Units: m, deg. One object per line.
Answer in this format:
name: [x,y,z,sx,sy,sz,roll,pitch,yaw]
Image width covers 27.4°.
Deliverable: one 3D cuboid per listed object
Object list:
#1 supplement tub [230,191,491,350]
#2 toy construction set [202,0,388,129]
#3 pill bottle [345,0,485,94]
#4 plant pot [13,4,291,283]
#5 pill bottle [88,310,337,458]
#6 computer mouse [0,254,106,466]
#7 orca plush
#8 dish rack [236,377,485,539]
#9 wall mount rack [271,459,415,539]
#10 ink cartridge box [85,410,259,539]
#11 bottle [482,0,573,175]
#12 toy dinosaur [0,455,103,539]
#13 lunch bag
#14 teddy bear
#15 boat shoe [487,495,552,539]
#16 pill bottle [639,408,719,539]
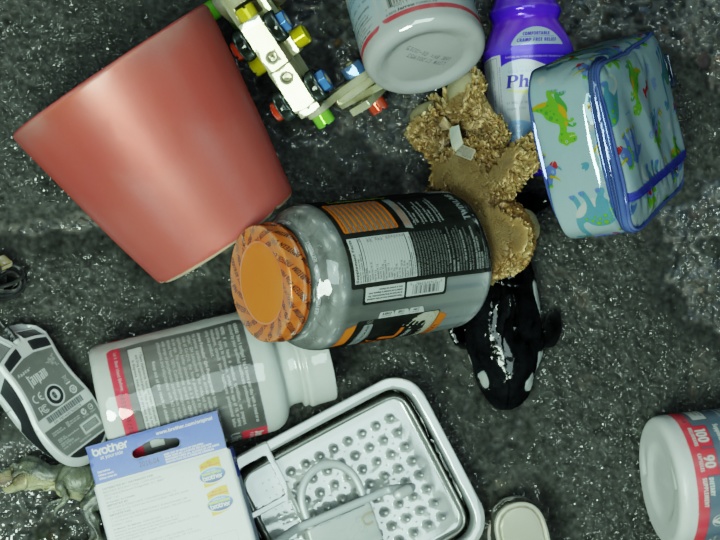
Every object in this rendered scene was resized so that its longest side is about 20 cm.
supplement tub: [0.000,0.000,1.237,0.200,0.123,0.123,-7,86,-34]
toy construction set: [-0.061,-0.199,1.313,0.200,0.131,0.092,42,106,-8]
pill bottle: [0.035,-0.265,1.305,0.109,0.109,0.200,-10,64,-7]
plant pot: [-0.165,-0.100,1.261,0.200,0.200,0.177,-36,101,-8]
pill bottle: [-0.126,0.096,1.280,0.200,0.111,0.111,-14,87,-7]
computer mouse: [-0.297,0.088,1.284,0.110,0.044,0.200,-36,96,-48]
orca plush: [0.144,0.025,1.337,0.105,0.071,0.200,19,84,-5]
dish rack: [-0.007,0.207,1.320,0.200,0.044,0.172,-27,88,-8]
wall mount rack: [-0.014,0.264,1.240,0.174,0.075,0.200,-19,90,-28]
ink cartridge box: [-0.145,0.226,1.222,0.119,0.042,0.200,-16,87,1]
bottle: [0.155,-0.188,1.358,0.083,0.065,0.200,-2,86,-11]
toy dinosaur: [-0.218,0.205,1.296,0.200,0.047,0.088,1,79,-10]
lunch bag: [0.221,-0.117,1.291,0.082,0.200,0.161,-7,102,29]
teddy bear: [0.108,-0.086,1.314,0.145,0.067,0.200,-52,57,25]
boat shoe: [0.156,0.299,1.333,0.067,0.057,0.200,-11,92,-4]
pill bottle: [0.364,0.179,1.328,0.200,0.120,0.120,-6,86,-8]
